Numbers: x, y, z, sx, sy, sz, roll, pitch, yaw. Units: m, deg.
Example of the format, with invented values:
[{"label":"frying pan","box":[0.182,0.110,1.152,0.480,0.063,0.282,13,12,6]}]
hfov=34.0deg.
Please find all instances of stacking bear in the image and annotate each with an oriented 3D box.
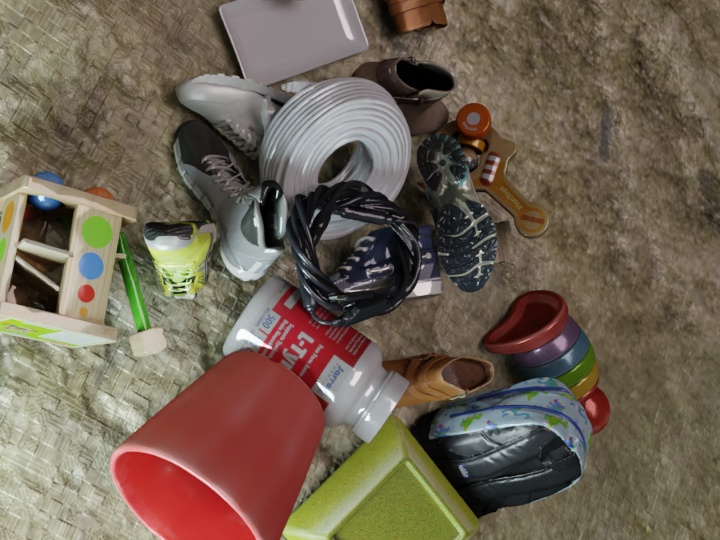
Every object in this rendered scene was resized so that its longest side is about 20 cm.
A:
[{"label":"stacking bear","box":[0.276,0.142,1.616,0.121,0.113,0.201,-45,114,-30]}]

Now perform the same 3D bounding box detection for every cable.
[{"label":"cable","box":[-0.006,-0.025,1.357,0.199,0.051,0.165,-20,84,-42]},{"label":"cable","box":[-0.027,-0.133,1.397,0.198,0.069,0.202,-14,130,-30]}]

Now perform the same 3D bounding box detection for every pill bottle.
[{"label":"pill bottle","box":[-0.048,0.105,1.341,0.199,0.112,0.113,34,63,3]}]

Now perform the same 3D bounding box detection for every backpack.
[{"label":"backpack","box":[0.194,0.220,1.486,0.164,0.199,0.154,55,50,-15]}]

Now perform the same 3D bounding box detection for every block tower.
[{"label":"block tower","box":[0.112,-0.027,1.550,0.198,0.054,0.059,-9,90,-35]}]

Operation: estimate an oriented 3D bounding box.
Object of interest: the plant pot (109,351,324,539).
[{"label":"plant pot","box":[-0.140,0.198,1.272,0.201,0.199,0.178,51,51,-18]}]

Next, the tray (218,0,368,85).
[{"label":"tray","box":[-0.083,-0.300,1.467,0.199,0.022,0.108,-26,98,-34]}]

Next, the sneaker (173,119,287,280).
[{"label":"sneaker","box":[-0.134,-0.097,1.332,0.075,0.115,0.202,-24,85,-38]}]

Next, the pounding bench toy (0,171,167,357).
[{"label":"pounding bench toy","box":[-0.286,-0.004,1.224,0.198,0.124,0.158,17,74,-32]}]

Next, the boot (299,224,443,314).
[{"label":"boot","box":[0.000,0.000,1.440,0.198,0.073,0.091,-8,83,-16]}]

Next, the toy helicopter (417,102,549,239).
[{"label":"toy helicopter","box":[0.166,-0.112,1.552,0.132,0.079,0.200,-42,73,-3]}]

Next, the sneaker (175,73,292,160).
[{"label":"sneaker","box":[-0.129,-0.175,1.388,0.198,0.076,0.081,14,84,-35]}]

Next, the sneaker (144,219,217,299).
[{"label":"sneaker","box":[-0.187,-0.012,1.258,0.074,0.200,0.077,0,85,1]}]

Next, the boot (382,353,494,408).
[{"label":"boot","box":[0.050,0.136,1.423,0.199,0.154,0.075,-15,93,-35]}]

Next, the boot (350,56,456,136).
[{"label":"boot","box":[0.071,-0.222,1.489,0.198,0.146,0.071,1,82,-35]}]

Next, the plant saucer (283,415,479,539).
[{"label":"plant saucer","box":[0.038,0.317,1.428,0.200,0.048,0.201,-43,109,-16]}]

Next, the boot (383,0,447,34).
[{"label":"boot","box":[0.032,-0.384,1.537,0.199,0.076,0.157,-14,95,-43]}]

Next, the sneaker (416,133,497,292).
[{"label":"sneaker","box":[0.126,-0.069,1.487,0.077,0.086,0.202,-13,79,4]}]
